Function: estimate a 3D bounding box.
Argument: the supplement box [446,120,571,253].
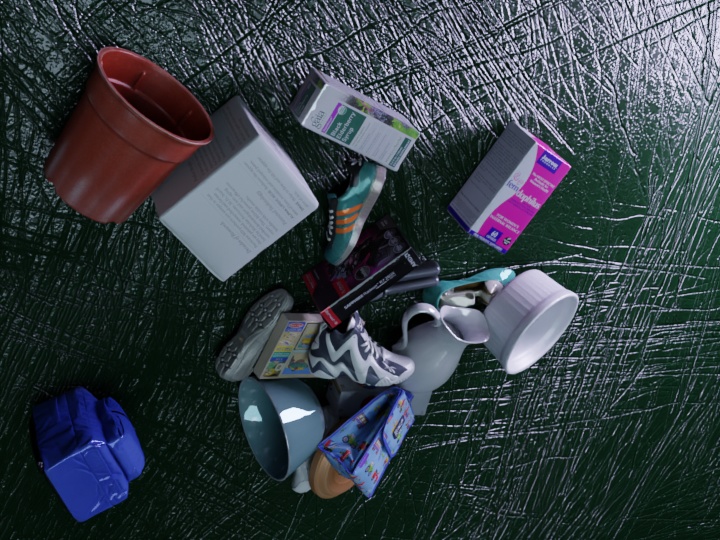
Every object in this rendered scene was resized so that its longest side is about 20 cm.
[{"bbox_3d":[0.265,-0.149,1.743,0.101,0.103,0.201,26,107,-31],"label":"supplement box"}]

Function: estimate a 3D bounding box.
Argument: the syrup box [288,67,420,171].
[{"bbox_3d":[-0.010,-0.246,1.584,0.199,0.082,0.079,22,110,-33],"label":"syrup box"}]

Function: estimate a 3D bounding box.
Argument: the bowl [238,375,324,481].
[{"bbox_3d":[-0.139,0.279,1.811,0.104,0.201,0.202,-18,127,-28],"label":"bowl"}]

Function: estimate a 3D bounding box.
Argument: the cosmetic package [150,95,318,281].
[{"bbox_3d":[-0.206,-0.130,1.528,0.200,0.165,0.165,-38,127,6],"label":"cosmetic package"}]

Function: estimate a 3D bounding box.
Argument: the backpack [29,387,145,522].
[{"bbox_3d":[-0.475,0.304,1.679,0.167,0.200,0.163,-24,125,-18],"label":"backpack"}]

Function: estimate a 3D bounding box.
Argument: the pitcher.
[{"bbox_3d":[0.121,0.141,1.840,0.171,0.122,0.200,23,132,-24],"label":"pitcher"}]

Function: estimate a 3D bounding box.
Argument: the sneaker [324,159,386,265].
[{"bbox_3d":[-0.031,-0.104,1.680,0.079,0.072,0.201,19,114,-16],"label":"sneaker"}]

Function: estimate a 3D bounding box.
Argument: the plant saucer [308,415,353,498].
[{"bbox_3d":[-0.024,0.371,1.945,0.200,0.032,0.201,-35,141,-34],"label":"plant saucer"}]

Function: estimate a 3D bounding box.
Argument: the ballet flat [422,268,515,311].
[{"bbox_3d":[0.218,0.046,1.867,0.198,0.070,0.068,-11,123,-16],"label":"ballet flat"}]

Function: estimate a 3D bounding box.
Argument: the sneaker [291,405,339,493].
[{"bbox_3d":[-0.116,0.351,1.935,0.099,0.078,0.201,12,107,-20],"label":"sneaker"}]

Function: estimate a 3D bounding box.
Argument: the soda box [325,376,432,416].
[{"bbox_3d":[0.037,0.244,1.921,0.198,0.068,0.064,2,121,-23],"label":"soda box"}]

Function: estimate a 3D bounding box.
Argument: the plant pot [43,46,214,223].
[{"bbox_3d":[-0.354,-0.188,1.429,0.200,0.201,0.195,29,116,-33],"label":"plant pot"}]

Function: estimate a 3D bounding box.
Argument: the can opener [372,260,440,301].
[{"bbox_3d":[0.058,0.028,1.799,0.199,0.067,0.053,-12,132,-20],"label":"can opener"}]

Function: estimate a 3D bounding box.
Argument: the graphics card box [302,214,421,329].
[{"bbox_3d":[0.000,0.000,1.717,0.199,0.126,0.051,-34,126,3],"label":"graphics card box"}]

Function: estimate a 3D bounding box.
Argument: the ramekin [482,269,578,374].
[{"bbox_3d":[0.320,0.094,1.880,0.200,0.098,0.201,-34,151,-22],"label":"ramekin"}]

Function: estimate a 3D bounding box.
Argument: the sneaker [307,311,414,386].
[{"bbox_3d":[0.009,0.132,1.758,0.197,0.080,0.131,8,117,-3],"label":"sneaker"}]

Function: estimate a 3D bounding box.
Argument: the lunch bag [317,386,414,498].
[{"bbox_3d":[0.031,0.309,1.843,0.200,0.094,0.151,-49,151,-14],"label":"lunch bag"}]

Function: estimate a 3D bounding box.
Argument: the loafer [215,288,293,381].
[{"bbox_3d":[-0.185,0.119,1.761,0.200,0.070,0.070,-50,142,12],"label":"loafer"}]

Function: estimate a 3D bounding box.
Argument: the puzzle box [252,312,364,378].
[{"bbox_3d":[-0.092,0.140,1.793,0.199,0.025,0.134,4,121,-46],"label":"puzzle box"}]
